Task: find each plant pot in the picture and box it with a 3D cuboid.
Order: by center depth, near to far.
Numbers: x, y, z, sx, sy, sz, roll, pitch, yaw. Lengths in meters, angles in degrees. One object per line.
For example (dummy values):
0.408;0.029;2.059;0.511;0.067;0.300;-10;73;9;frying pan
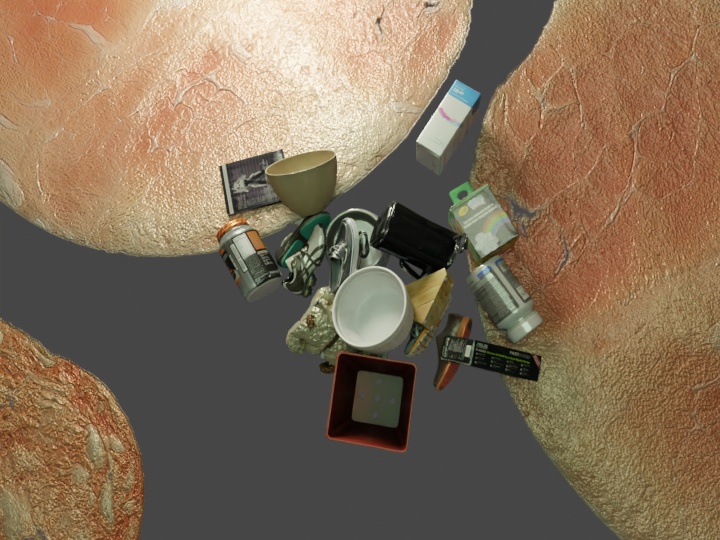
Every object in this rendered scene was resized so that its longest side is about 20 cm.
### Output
0.034;0.321;1.416;0.193;0.176;0.207;8;81;7;plant pot
-0.147;-0.229;1.546;0.194;0.202;0.138;-11;114;5;plant pot

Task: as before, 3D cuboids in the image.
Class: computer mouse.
0.000;0.000;1.494;0.057;0.034;0.207;9;92;37;computer mouse

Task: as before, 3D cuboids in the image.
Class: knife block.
0.124;0.072;1.459;0.173;0.064;0.204;23;82;36;knife block

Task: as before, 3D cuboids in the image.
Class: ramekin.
0.039;0.105;1.385;0.195;0.105;0.206;-12;62;22;ramekin

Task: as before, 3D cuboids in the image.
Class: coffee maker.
0.142;-0.087;1.440;0.196;0.193;0.137;24;49;-15;coffee maker

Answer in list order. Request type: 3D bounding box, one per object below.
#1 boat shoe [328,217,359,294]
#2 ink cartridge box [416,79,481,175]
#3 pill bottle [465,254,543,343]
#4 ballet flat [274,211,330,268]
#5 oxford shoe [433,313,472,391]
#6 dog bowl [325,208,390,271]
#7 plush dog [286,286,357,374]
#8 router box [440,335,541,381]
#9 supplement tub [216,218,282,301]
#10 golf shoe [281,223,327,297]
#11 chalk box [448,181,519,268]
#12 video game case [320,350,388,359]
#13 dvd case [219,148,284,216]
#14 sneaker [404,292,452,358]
-0.051;-0.039;1.475;0.066;0.071;0.207;9;82;-36;boat shoe
0.233;-0.378;1.530;0.083;0.145;0.203;31;85;11;ink cartridge box
0.367;0.074;1.450;0.112;0.114;0.203;-34;77;0;pill bottle
-0.167;-0.098;1.572;0.200;0.068;0.068;-46;49;0;ballet flat
0.224;0.210;1.476;0.071;0.071;0.205;18;78;30;oxford shoe
-0.012;-0.074;1.552;0.193;0.059;0.207;-1;80;6;dog bowl
-0.077;0.165;1.464;0.170;0.160;0.202;38;85;-11;plush dog
0.313;0.211;1.377;0.194;0.149;0.064;15;82;-18;router box
-0.305;-0.030;1.548;0.121;0.123;0.203;-32;77;0;supplement tub
-0.149;-0.033;1.518;0.092;0.078;0.206;15;97;-20;golf shoe
0.307;-0.130;1.490;0.122;0.124;0.204;-30;77;2;chalk box
-0.004;0.149;1.530;0.176;0.022;0.207;8;80;9;video game case
-0.302;-0.254;1.642;0.194;0.016;0.153;-14;80;4;dvd case
0.164;0.135;1.491;0.076;0.078;0.203;27;81;25;sneaker
